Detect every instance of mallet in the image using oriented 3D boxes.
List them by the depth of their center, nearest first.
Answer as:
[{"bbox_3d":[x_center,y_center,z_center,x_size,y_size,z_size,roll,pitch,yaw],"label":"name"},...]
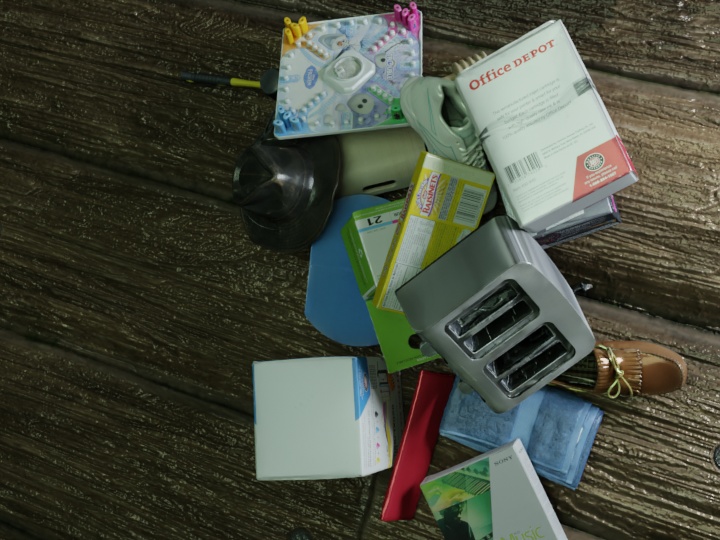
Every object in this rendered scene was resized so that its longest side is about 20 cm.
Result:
[{"bbox_3d":[-0.182,-0.273,1.603,0.197,0.066,0.042,11,87,21],"label":"mallet"}]

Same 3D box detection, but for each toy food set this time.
[{"bbox_3d":[0.007,-0.203,1.526,0.141,0.060,0.203,-13,76,1],"label":"toy food set"}]

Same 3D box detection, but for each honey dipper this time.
[{"bbox_3d":[0.079,-0.239,1.484,0.198,0.038,0.038,-22,78,-4],"label":"honey dipper"}]

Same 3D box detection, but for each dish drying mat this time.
[{"bbox_3d":[0.073,0.231,1.468,0.018,0.076,0.203,18,92,35],"label":"dish drying mat"}]

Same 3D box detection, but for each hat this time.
[{"bbox_3d":[-0.118,-0.122,1.481,0.199,0.080,0.204,-16,67,41],"label":"hat"}]

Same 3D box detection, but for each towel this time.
[{"bbox_3d":[0.204,0.193,1.436,0.198,0.048,0.113,20,92,21],"label":"towel"}]

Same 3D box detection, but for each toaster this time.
[{"bbox_3d":[0.171,0.050,1.343,0.199,0.181,0.119,-37,32,13],"label":"toaster"}]

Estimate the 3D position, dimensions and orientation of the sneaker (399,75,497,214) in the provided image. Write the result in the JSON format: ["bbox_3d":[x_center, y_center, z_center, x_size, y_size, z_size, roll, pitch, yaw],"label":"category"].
[{"bbox_3d":[0.122,-0.154,1.405,0.070,0.080,0.202,-41,112,-23],"label":"sneaker"}]

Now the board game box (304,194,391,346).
[{"bbox_3d":[0.000,0.000,1.509,0.156,0.039,0.203,6,89,-19],"label":"board game box"}]

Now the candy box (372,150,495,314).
[{"bbox_3d":[0.091,-0.039,1.387,0.101,0.026,0.203,14,101,-21],"label":"candy box"}]

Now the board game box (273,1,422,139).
[{"bbox_3d":[-0.017,-0.271,1.491,0.197,0.026,0.202,-5,57,11],"label":"board game box"}]

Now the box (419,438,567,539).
[{"bbox_3d":[0.180,0.333,1.415,0.143,0.036,0.202,-27,86,23],"label":"box"}]

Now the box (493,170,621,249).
[{"bbox_3d":[0.235,-0.141,1.414,0.131,0.115,0.203,-19,79,17],"label":"box"}]

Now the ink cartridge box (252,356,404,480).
[{"bbox_3d":[-0.036,0.188,1.444,0.143,0.200,0.150,-6,84,17],"label":"ink cartridge box"}]

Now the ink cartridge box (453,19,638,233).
[{"bbox_3d":[0.219,-0.168,1.316,0.145,0.083,0.202,-26,78,17],"label":"ink cartridge box"}]

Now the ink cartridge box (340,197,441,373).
[{"bbox_3d":[0.077,0.011,1.447,0.146,0.076,0.203,-15,79,-18],"label":"ink cartridge box"}]

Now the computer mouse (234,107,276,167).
[{"bbox_3d":[-0.071,-0.143,1.568,0.199,0.046,0.141,36,94,23],"label":"computer mouse"}]

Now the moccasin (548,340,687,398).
[{"bbox_3d":[0.302,0.120,1.383,0.199,0.078,0.075,10,107,20],"label":"moccasin"}]
